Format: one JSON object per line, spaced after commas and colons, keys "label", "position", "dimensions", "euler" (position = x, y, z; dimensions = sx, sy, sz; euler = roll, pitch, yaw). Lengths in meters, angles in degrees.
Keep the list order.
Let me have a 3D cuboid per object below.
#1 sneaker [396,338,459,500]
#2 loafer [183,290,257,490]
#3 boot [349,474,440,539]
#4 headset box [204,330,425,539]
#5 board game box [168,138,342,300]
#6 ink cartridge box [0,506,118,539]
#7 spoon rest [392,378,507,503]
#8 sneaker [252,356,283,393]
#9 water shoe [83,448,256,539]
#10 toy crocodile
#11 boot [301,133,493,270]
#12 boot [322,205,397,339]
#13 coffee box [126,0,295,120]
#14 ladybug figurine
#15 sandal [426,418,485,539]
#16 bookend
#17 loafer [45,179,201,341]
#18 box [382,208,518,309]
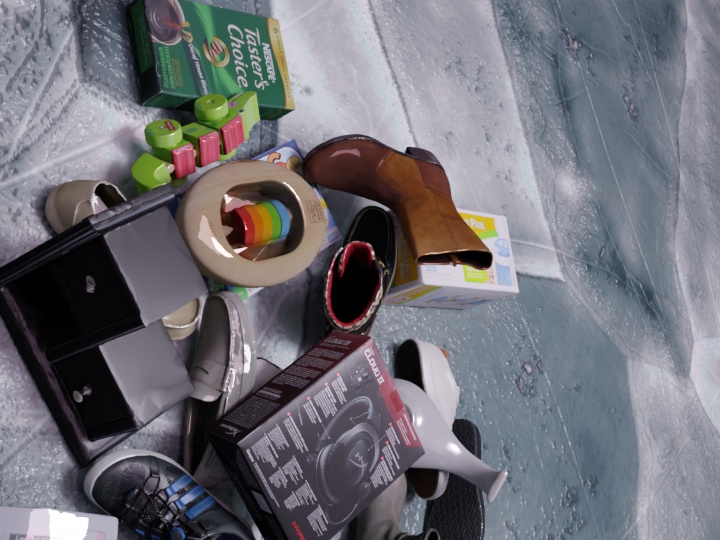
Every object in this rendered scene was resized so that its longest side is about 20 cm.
{"label": "sneaker", "position": [0.100, 0.187, 1.214], "dimensions": [0.084, 0.072, 0.202], "euler": [14, 65, -39]}
{"label": "loafer", "position": [-0.148, 0.120, 0.976], "dimensions": [0.069, 0.069, 0.202], "euler": [7, 78, -46]}
{"label": "boot", "position": [0.043, 0.301, 1.072], "dimensions": [0.068, 0.130, 0.201], "euler": [46, 48, -24]}
{"label": "headset box", "position": [-0.035, 0.168, 0.975], "dimensions": [0.200, 0.077, 0.150], "euler": [-37, 114, -29]}
{"label": "board game box", "position": [-0.118, -0.057, 1.108], "dimensions": [0.200, 0.034, 0.136], "euler": [-35, 102, -47]}
{"label": "ink cartridge box", "position": [-0.302, 0.276, 0.788], "dimensions": [0.199, 0.057, 0.164], "euler": [24, 60, -44]}
{"label": "spoon rest", "position": [0.081, 0.205, 1.133], "dimensions": [0.100, 0.199, 0.061], "euler": [-57, 161, -5]}
{"label": "sneaker", "position": [-0.058, 0.158, 1.061], "dimensions": [0.200, 0.080, 0.074], "euler": [42, 51, -25]}
{"label": "water shoe", "position": [-0.166, 0.234, 0.905], "dimensions": [0.200, 0.079, 0.072], "euler": [37, 86, -31]}
{"label": "toy crocodile", "position": [-0.173, -0.138, 1.039], "dimensions": [0.200, 0.061, 0.068], "euler": [-40, 141, -42]}
{"label": "boot", "position": [0.038, -0.069, 1.113], "dimensions": [0.187, 0.069, 0.201], "euler": [9, 38, -26]}
{"label": "boot", "position": [0.000, 0.000, 1.109], "dimensions": [0.072, 0.151, 0.202], "euler": [17, 74, 4]}
{"label": "coffee box", "position": [-0.169, -0.245, 1.116], "dimensions": [0.199, 0.044, 0.124], "euler": [0, 76, -46]}
{"label": "ladybug figurine", "position": [-0.120, -0.046, 1.022], "dimensions": [0.199, 0.072, 0.137], "euler": [-10, 84, -46]}
{"label": "sandal", "position": [0.129, 0.289, 1.213], "dimensions": [0.048, 0.075, 0.202], "euler": [45, 46, -48]}
{"label": "bookend", "position": [-0.211, 0.055, 0.850], "dimensions": [0.092, 0.198, 0.202], "euler": [-33, 101, -47]}
{"label": "loafer", "position": [-0.226, -0.010, 0.953], "dimensions": [0.200, 0.068, 0.076], "euler": [49, 47, -22]}
{"label": "box", "position": [0.104, -0.016, 1.273], "dimensions": [0.199, 0.101, 0.114], "euler": [5, 72, -44]}
